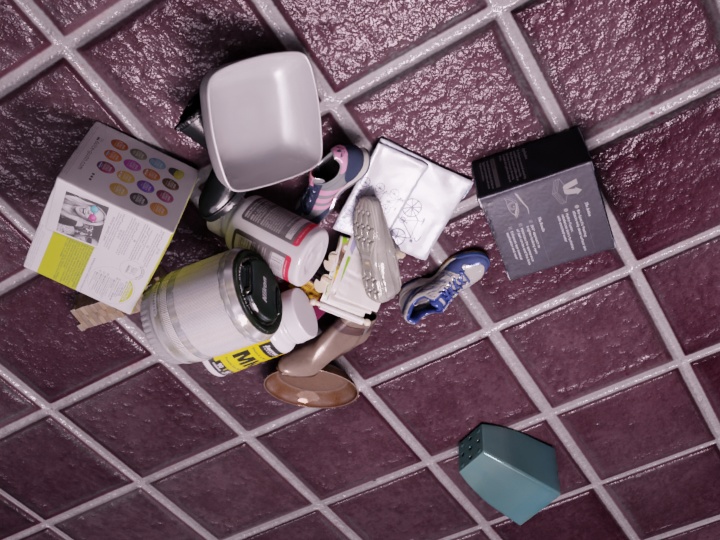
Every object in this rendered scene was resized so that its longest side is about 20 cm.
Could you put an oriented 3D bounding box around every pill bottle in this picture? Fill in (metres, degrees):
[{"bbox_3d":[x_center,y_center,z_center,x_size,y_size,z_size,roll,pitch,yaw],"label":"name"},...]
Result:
[{"bbox_3d":[-0.165,-0.063,1.537,0.200,0.111,0.111,28,130,15],"label":"pill bottle"},{"bbox_3d":[-0.186,0.108,1.582,0.199,0.115,0.114,-22,127,17],"label":"pill bottle"}]

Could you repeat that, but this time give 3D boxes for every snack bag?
[{"bbox_3d":[0.077,-0.117,1.576,0.199,0.021,0.189,22,113,-19],"label":"snack bag"}]

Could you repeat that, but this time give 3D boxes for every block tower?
[{"bbox_3d":[-0.463,0.054,1.699,0.199,0.054,0.058,-19,127,13],"label":"block tower"}]

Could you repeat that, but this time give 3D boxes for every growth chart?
[{"bbox_3d":[0.000,0.000,1.619,0.144,0.018,0.200,31,80,-20],"label":"growth chart"}]

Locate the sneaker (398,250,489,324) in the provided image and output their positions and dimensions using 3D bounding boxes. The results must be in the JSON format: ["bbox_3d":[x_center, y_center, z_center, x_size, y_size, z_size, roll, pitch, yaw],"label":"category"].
[{"bbox_3d":[0.165,0.039,1.688,0.200,0.088,0.075,-33,122,21],"label":"sneaker"}]

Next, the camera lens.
[{"bbox_3d":[-0.242,0.060,1.464,0.199,0.160,0.160,-19,128,21],"label":"camera lens"}]

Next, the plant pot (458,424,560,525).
[{"bbox_3d":[0.328,0.447,2.001,0.200,0.141,0.141,32,122,-16],"label":"plant pot"}]

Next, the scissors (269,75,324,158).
[{"bbox_3d":[-0.106,-0.246,1.493,0.073,0.014,0.201,-4,129,4],"label":"scissors"}]

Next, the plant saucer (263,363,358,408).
[{"bbox_3d":[-0.101,0.234,1.842,0.200,0.037,0.201,4,148,2],"label":"plant saucer"}]

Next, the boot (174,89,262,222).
[{"bbox_3d":[-0.239,-0.198,1.453,0.198,0.073,0.162,-48,128,0],"label":"boot"}]

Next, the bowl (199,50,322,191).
[{"bbox_3d":[-0.164,-0.240,1.389,0.199,0.075,0.201,-23,118,-33],"label":"bowl"}]

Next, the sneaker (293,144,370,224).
[{"bbox_3d":[-0.072,-0.148,1.517,0.082,0.070,0.200,5,139,-45],"label":"sneaker"}]

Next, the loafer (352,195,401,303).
[{"bbox_3d":[0.034,-0.041,1.570,0.070,0.070,0.201,-25,120,-34],"label":"loafer"}]

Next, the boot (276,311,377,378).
[{"bbox_3d":[-0.058,0.133,1.716,0.200,0.070,0.146,-16,152,-50],"label":"boot"}]

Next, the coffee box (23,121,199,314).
[{"bbox_3d":[-0.412,-0.088,1.478,0.197,0.200,0.200,26,124,-13],"label":"coffee box"}]

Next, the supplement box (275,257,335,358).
[{"bbox_3d":[-0.148,0.051,1.676,0.131,0.103,0.200,29,124,-24],"label":"supplement box"}]

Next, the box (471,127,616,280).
[{"bbox_3d":[0.321,-0.114,1.546,0.199,0.118,0.197,-17,128,13],"label":"box"}]
